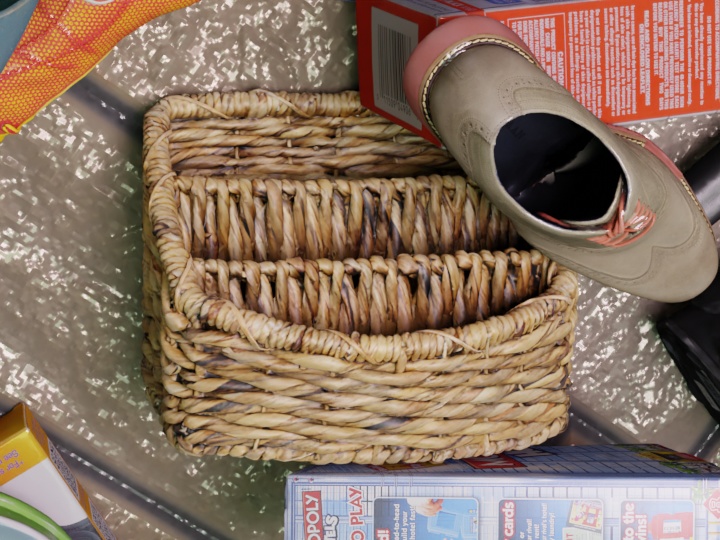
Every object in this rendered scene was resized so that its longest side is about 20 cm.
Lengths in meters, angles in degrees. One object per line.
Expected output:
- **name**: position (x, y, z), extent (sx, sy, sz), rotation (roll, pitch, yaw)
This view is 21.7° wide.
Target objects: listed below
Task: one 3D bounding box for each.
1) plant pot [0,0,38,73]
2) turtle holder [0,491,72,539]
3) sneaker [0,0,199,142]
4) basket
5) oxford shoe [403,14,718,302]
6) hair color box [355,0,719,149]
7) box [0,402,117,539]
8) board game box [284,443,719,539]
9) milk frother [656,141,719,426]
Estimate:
- **plant pot**: position (-0.235, -0.091, 0.730), extent (0.200, 0.200, 0.135), rotation (13, 123, -17)
- **turtle holder**: position (-0.197, 0.161, 0.842), extent (0.141, 0.132, 0.186), rotation (-35, 111, 1)
- **sneaker**: position (-0.156, -0.104, 0.855), extent (0.200, 0.073, 0.077), rotation (-20, 125, 0)
- **basket**: position (0.000, 0.000, 0.875), extent (0.200, 0.143, 0.149), rotation (0, 107, -14)
- **oxford shoe**: position (0.096, -0.027, 0.800), extent (0.200, 0.075, 0.070), rotation (31, 108, -38)
- **hair color box**: position (0.109, -0.108, 0.876), extent (0.200, 0.111, 0.064), rotation (-8, 107, -18)
- **box**: position (-0.166, 0.180, 0.945), extent (0.119, 0.041, 0.200), rotation (-32, 109, -3)
- **board game box**: position (0.052, 0.115, 0.898), extent (0.199, 0.200, 0.062), rotation (0, 93, -14)
- **milk frother**: position (0.256, 0.013, 0.905), extent (0.188, 0.200, 0.181), rotation (-38, 120, 0)
